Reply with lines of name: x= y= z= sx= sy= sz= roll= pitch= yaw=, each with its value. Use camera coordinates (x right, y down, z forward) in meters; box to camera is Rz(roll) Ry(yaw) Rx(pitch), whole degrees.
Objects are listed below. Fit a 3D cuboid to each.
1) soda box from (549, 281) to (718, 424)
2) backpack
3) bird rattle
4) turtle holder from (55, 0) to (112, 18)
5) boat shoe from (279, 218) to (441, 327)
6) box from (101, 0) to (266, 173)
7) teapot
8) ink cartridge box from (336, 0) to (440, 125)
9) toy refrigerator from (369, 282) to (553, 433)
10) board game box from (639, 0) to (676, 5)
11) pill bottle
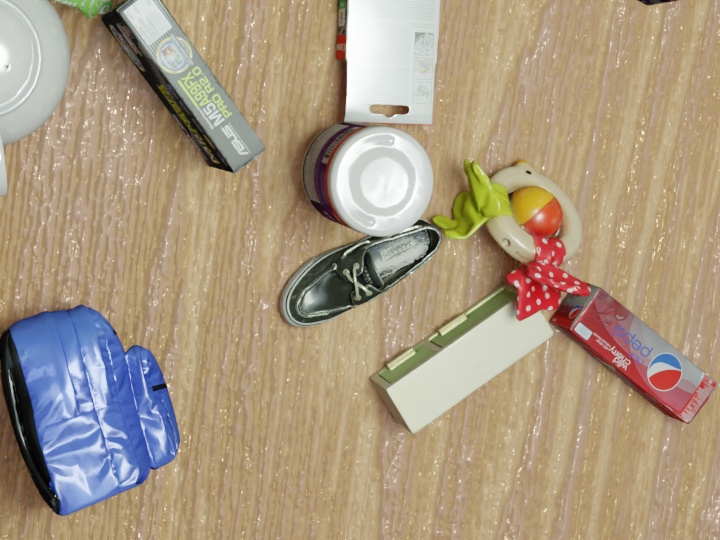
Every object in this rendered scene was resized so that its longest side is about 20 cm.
soda box: x=0.322 y=0.097 z=1.770 sx=0.199 sy=0.070 sz=0.064 roll=38 pitch=86 yaw=-15
backpack: x=-0.289 y=0.135 z=1.571 sx=0.166 sy=0.162 sz=0.202 roll=-20 pitch=89 yaw=-21
bird rattle: x=0.190 y=-0.051 z=1.675 sx=0.199 sy=0.113 sz=0.163 roll=39 pitch=46 yaw=11
turtle holder: x=-0.284 y=-0.367 z=1.510 sx=0.130 sy=0.141 sz=0.187 roll=-2 pitch=63 yaw=-30
boat shoe: x=0.000 y=0.000 z=1.675 sx=0.199 sy=0.064 sz=0.071 roll=-32 pitch=103 yaw=-9
box: x=-0.185 y=-0.196 z=1.553 sx=0.044 sy=0.160 sz=0.201 roll=-38 pitch=105 yaw=-9
teapot: x=-0.381 y=-0.211 z=1.506 sx=0.200 sy=0.146 sz=0.198 roll=40 pitch=86 yaw=-17
ink cartridge box: x=0.030 y=-0.265 z=1.660 sx=0.108 sy=0.050 sz=0.203 roll=1 pitch=98 yaw=-15
toy refrigerator: x=0.113 y=0.095 z=1.712 sx=0.199 sy=0.076 sz=0.070 roll=-35 pitch=104 yaw=-8
board game box: x=0.369 y=-0.385 z=1.656 sx=0.056 sy=0.200 sz=0.167 roll=24 pitch=91 yaw=-14
pill bottle: x=-0.001 y=-0.101 z=1.592 sx=0.110 sy=0.200 sz=0.113 roll=-2 pitch=98 yaw=-14
